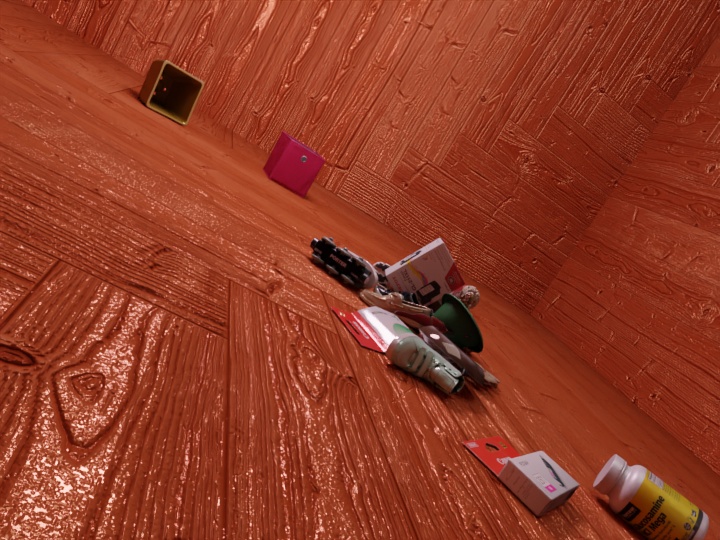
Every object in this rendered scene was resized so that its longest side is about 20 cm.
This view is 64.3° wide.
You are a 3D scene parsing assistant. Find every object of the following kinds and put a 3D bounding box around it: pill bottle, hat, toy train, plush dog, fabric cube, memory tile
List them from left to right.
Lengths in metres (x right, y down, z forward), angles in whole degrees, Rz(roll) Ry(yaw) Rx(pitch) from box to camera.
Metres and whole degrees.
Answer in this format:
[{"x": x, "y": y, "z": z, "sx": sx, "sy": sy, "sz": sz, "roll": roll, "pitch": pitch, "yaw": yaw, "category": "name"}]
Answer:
[{"x": -0.307, "y": -0.485, "z": 2.619, "sx": 0.194, "sy": 0.202, "sz": 0.200, "roll": 28, "pitch": 11, "yaw": -27, "category": "fabric cube"}, {"x": -0.055, "y": -0.021, "z": 1.616, "sx": 0.198, "sy": 0.086, "sz": 0.114, "roll": 34, "pitch": -2, "yaw": 13, "category": "toy train"}, {"x": 0.193, "y": 0.168, "z": 1.482, "sx": 0.202, "sy": 0.174, "sz": 0.166, "roll": 57, "pitch": -17, "yaw": 10, "category": "hat"}, {"x": 0.282, "y": 0.149, "z": 1.685, "sx": 0.156, "sy": 0.205, "sz": 0.172, "roll": -1, "pitch": 0, "yaw": 1, "category": "plush dog"}, {"x": 0.296, "y": 0.252, "z": 1.517, "sx": 0.153, "sy": 0.017, "sz": 0.199, "roll": 40, "pitch": 4, "yaw": 25, "category": "memory tile"}, {"x": 0.587, "y": 0.478, "z": 1.171, "sx": 0.199, "sy": 0.114, "sz": 0.112, "roll": 36, "pitch": 11, "yaw": 22, "category": "pill bottle"}]

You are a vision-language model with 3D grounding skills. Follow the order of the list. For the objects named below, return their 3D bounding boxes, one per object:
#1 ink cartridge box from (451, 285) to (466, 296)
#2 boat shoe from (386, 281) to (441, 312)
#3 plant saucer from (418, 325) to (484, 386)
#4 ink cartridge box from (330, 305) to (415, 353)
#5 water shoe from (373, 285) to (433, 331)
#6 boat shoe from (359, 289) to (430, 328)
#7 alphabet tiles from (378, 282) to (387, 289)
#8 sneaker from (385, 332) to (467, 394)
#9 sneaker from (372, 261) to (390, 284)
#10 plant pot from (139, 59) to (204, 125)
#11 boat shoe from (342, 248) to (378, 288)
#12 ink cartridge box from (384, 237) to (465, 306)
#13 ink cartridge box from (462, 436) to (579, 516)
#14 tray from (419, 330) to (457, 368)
[{"x": 0.256, "y": 0.067, "z": 1.918, "sx": 0.199, "sy": 0.148, "sz": 0.083, "roll": 41, "pitch": 11, "yaw": 20, "category": "ink cartridge box"}, {"x": 0.173, "y": 0.088, "z": 1.797, "sx": 0.196, "sy": 0.077, "sz": 0.072, "roll": 22, "pitch": 15, "yaw": -9, "category": "boat shoe"}, {"x": 0.220, "y": 0.193, "z": 1.343, "sx": 0.199, "sy": 0.032, "sz": 0.200, "roll": 42, "pitch": -1, "yaw": 1, "category": "plant saucer"}, {"x": 0.045, "y": 0.131, "z": 1.294, "sx": 0.198, "sy": 0.051, "sz": 0.161, "roll": 27, "pitch": 11, "yaw": -41, "category": "ink cartridge box"}, {"x": 0.125, "y": 0.089, "z": 1.634, "sx": 0.199, "sy": 0.080, "sz": 0.071, "roll": 38, "pitch": 11, "yaw": 26, "category": "water shoe"}, {"x": 0.094, "y": 0.089, "z": 1.545, "sx": 0.197, "sy": 0.066, "sz": 0.072, "roll": 25, "pitch": 11, "yaw": 4, "category": "boat shoe"}, {"x": 0.123, "y": 0.083, "z": 1.866, "sx": 0.165, "sy": 0.008, "sz": 0.200, "roll": 34, "pitch": 10, "yaw": 1, "category": "alphabet tiles"}, {"x": 0.145, "y": 0.198, "z": 1.194, "sx": 0.199, "sy": 0.075, "sz": 0.118, "roll": 27, "pitch": 5, "yaw": -44, "category": "sneaker"}, {"x": 0.126, "y": 0.033, "z": 1.877, "sx": 0.198, "sy": 0.082, "sz": 0.083, "roll": 34, "pitch": 4, "yaw": 8, "category": "sneaker"}, {"x": -0.807, "y": -0.755, "z": 2.383, "sx": 0.199, "sy": 0.199, "sz": 0.193, "roll": 32, "pitch": 8, "yaw": 41, "category": "plant pot"}, {"x": 0.000, "y": 0.000, "z": 1.725, "sx": 0.068, "sy": 0.073, "sz": 0.199, "roll": 22, "pitch": 6, "yaw": -43, "category": "boat shoe"}, {"x": 0.189, "y": 0.021, "z": 1.703, "sx": 0.148, "sy": 0.197, "sz": 0.083, "roll": 59, "pitch": 7, "yaw": -10, "category": "ink cartridge box"}, {"x": 0.297, "y": 0.355, "z": 1.048, "sx": 0.173, "sy": 0.044, "sz": 0.199, "roll": 42, "pitch": 13, "yaw": 33, "category": "ink cartridge box"}, {"x": 0.184, "y": 0.197, "z": 1.410, "sx": 0.107, "sy": 0.022, "sz": 0.200, "roll": 42, "pitch": 4, "yaw": 1, "category": "tray"}]
